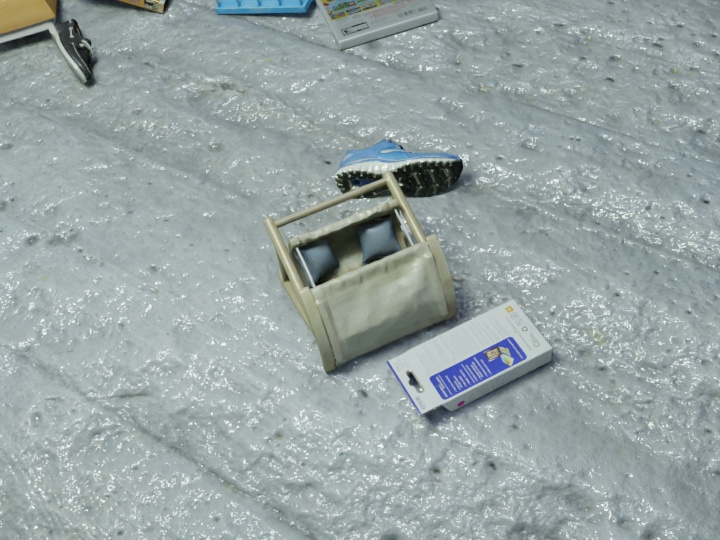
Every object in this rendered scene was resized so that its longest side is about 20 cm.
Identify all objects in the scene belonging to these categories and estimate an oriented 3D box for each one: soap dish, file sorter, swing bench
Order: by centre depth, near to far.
[{"bbox_3d":[0.000,0.000,1.221,0.198,0.130,0.201,-23,51,-11],"label":"swing bench"},{"bbox_3d":[-0.188,-0.594,1.744,0.198,0.123,0.139,6,51,21],"label":"file sorter"},{"bbox_3d":[-0.695,-0.540,1.799,0.156,0.082,0.200,-18,38,-5],"label":"soap dish"}]

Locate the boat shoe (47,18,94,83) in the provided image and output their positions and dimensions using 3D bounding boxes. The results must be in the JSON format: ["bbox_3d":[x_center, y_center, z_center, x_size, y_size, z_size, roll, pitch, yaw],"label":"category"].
[{"bbox_3d":[-0.542,-0.424,1.707,0.060,0.074,0.200,-30,43,-10],"label":"boat shoe"}]

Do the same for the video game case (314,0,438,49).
[{"bbox_3d":[0.027,-0.508,1.717,0.198,0.023,0.183,-19,50,-6],"label":"video game case"}]

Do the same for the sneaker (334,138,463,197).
[{"bbox_3d":[0.061,-0.170,1.389,0.198,0.079,0.090,0,52,10],"label":"sneaker"}]

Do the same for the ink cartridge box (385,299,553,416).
[{"bbox_3d":[0.142,0.117,1.161,0.199,0.037,0.095,-23,51,-14],"label":"ink cartridge box"}]

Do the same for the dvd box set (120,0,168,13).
[{"bbox_3d":[-0.481,-0.608,1.830,0.198,0.029,0.147,16,52,-6],"label":"dvd box set"}]
